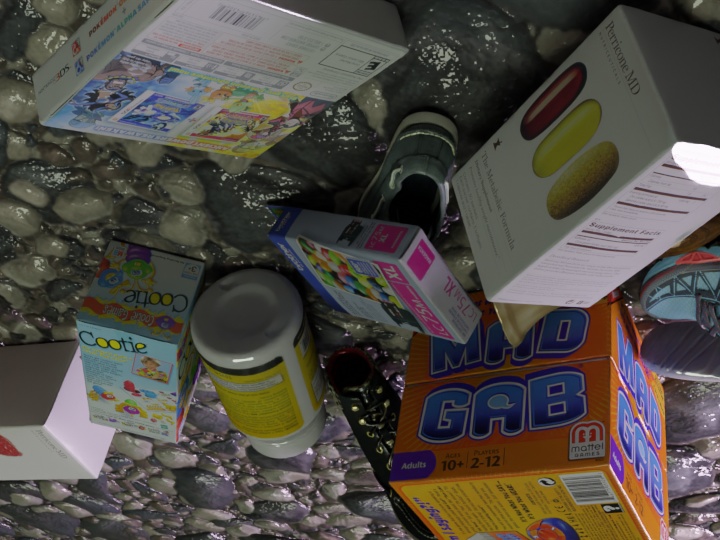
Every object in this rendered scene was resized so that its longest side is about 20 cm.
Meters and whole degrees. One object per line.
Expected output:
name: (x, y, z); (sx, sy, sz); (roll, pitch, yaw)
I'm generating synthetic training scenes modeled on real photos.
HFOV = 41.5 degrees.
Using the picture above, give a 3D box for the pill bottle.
pill bottle: (-0.097, 0.103, 0.986); (0.112, 0.115, 0.201); (2, 140, 13)

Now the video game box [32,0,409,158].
video game box: (-0.095, -0.145, 0.664); (0.181, 0.047, 0.198); (-29, 159, 37)

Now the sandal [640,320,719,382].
sandal: (0.365, 0.086, 0.874); (0.204, 0.080, 0.060); (3, 143, 25)

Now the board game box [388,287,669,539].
board game box: (0.168, 0.153, 0.902); (0.197, 0.202, 0.201); (-11, 136, 27)

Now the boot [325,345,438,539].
boot: (0.032, 0.184, 1.001); (0.073, 0.204, 0.155); (-31, 127, -1)

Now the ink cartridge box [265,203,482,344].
ink cartridge box: (0.000, 0.000, 0.832); (0.199, 0.042, 0.120); (15, 153, 46)

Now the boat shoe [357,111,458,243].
boat shoe: (0.036, -0.045, 0.811); (0.072, 0.062, 0.201); (12, 142, -5)

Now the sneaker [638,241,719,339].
sneaker: (0.317, 0.031, 0.780); (0.198, 0.097, 0.079); (-6, 146, 43)

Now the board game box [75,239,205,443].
board game box: (-0.227, 0.080, 1.001); (0.103, 0.104, 0.201); (14, 142, -1)

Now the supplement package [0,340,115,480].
supplement package: (-0.409, 0.173, 1.150); (0.197, 0.121, 0.122); (-6, 137, 21)

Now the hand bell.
hand bell: (0.210, -0.011, 0.801); (0.197, 0.105, 0.105); (-17, 134, 16)

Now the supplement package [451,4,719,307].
supplement package: (0.173, -0.071, 0.678); (0.108, 0.115, 0.200); (4, 148, -31)
